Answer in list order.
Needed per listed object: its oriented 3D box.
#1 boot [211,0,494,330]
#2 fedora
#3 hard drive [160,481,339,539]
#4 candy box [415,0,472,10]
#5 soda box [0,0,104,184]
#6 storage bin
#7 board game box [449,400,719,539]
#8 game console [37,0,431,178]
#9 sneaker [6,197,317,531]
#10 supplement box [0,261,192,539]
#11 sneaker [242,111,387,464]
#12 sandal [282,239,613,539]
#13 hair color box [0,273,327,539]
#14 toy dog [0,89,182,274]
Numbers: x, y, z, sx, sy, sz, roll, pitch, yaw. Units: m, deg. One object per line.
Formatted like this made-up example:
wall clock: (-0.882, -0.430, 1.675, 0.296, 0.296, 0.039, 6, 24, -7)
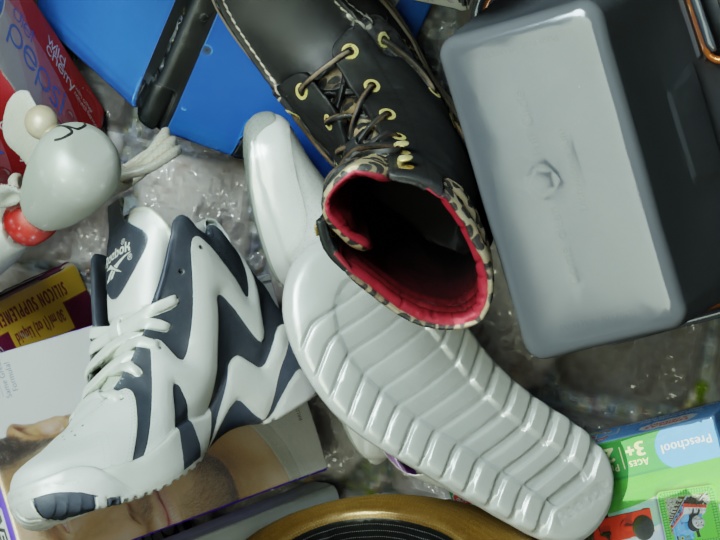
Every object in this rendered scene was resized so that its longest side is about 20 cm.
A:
boot: (0.000, -0.066, 1.297, 0.073, 0.151, 0.200, -35, 108, 16)
fedora: (0.009, 0.192, 1.339, 0.199, 0.201, 0.082, 3, 122, 19)
hard drive: (-0.081, 0.201, 1.396, 0.026, 0.199, 0.133, 2, 104, 47)
candy box: (-0.031, -0.211, 1.270, 0.199, 0.061, 0.137, 12, 85, 5)
soda box: (-0.204, -0.119, 1.379, 0.063, 0.070, 0.200, -13, 134, 20)
storage bin: (0.122, -0.055, 1.294, 0.145, 0.134, 0.201, -14, 98, 22)
board game box: (0.144, 0.181, 1.393, 0.150, 0.037, 0.201, -15, 97, 23)
game console: (-0.053, -0.172, 1.394, 0.170, 0.118, 0.201, 19, 112, -18)
sneaker: (-0.112, 0.036, 1.296, 0.079, 0.199, 0.130, -21, 95, 49)
supplement box: (-0.179, 0.115, 1.445, 0.103, 0.131, 0.201, -22, 95, 24)
sneaker: (0.000, 0.000, 1.381, 0.080, 0.071, 0.201, -22, 115, 9)
sandal: (0.036, 0.068, 1.346, 0.203, 0.050, 0.083, 43, 72, -8)
hair color box: (-0.120, 0.080, 1.370, 0.065, 0.199, 0.110, -18, 90, 51)
toy dog: (-0.198, -0.043, 1.340, 0.199, 0.132, 0.097, -32, 95, 25)
